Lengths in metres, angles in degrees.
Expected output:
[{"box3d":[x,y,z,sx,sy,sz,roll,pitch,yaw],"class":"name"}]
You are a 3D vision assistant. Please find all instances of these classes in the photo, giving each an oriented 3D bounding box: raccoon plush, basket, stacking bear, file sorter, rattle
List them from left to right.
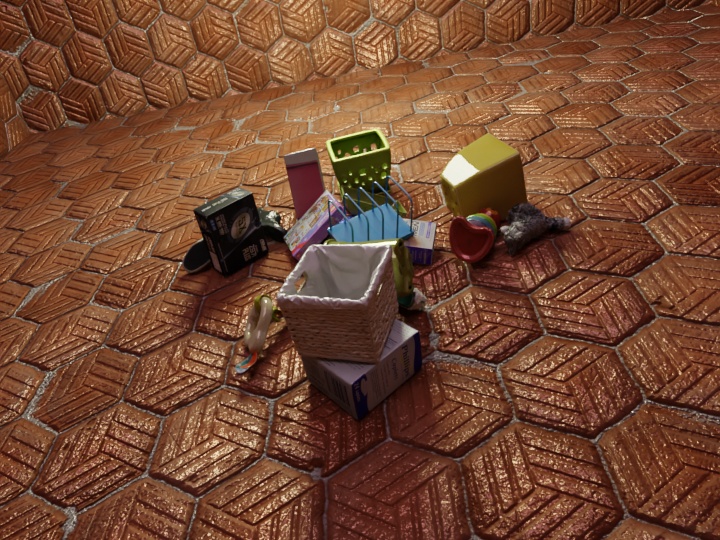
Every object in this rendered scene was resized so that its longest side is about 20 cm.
[{"box3d":[-0.216,0.170,1.440,0.129,0.142,0.203,-33,41,26],"class":"rattle"},{"box3d":[-0.038,0.064,1.223,0.195,0.164,0.200,2,35,19],"class":"basket"},{"box3d":[0.027,-0.142,1.570,0.197,0.125,0.139,-24,50,-21],"class":"file sorter"},{"box3d":[0.323,-0.108,1.617,0.119,0.116,0.199,25,33,19],"class":"stacking bear"},{"box3d":[0.466,-0.107,1.589,0.194,0.098,0.136,-4,41,12],"class":"raccoon plush"}]

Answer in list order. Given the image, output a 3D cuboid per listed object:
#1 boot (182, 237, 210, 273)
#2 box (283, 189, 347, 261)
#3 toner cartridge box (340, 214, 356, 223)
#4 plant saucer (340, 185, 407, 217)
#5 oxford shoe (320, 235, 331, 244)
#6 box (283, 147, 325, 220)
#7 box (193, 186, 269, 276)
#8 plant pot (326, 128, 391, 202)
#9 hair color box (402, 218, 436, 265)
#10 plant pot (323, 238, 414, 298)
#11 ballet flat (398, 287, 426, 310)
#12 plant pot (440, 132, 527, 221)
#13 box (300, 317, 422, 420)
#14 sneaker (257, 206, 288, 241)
[{"box3d":[-0.468,-0.069,1.863,0.201,0.072,0.144,-49,4,-10],"class":"boot"},{"box3d":[-0.136,-0.132,1.772,0.200,0.039,0.137,-46,32,6],"class":"box"},{"box3d":[0.024,-0.114,1.781,0.094,0.044,0.199,-26,36,-23],"class":"toner cartridge box"},{"box3d":[0.032,-0.195,1.820,0.195,0.049,0.200,13,16,-8],"class":"plant saucer"},{"box3d":[-0.095,-0.113,1.793,0.082,0.074,0.201,-19,32,-4],"class":"oxford shoe"},{"box3d":[-0.167,-0.267,1.899,0.106,0.206,0.128,-12,-1,0],"class":"box"},{"box3d":[-0.376,-0.114,1.762,0.162,0.204,0.085,-32,36,-31],"class":"box"},{"box3d":[0.002,-0.336,1.997,0.194,0.185,0.201,-13,32,-3],"class":"plant pot"},{"box3d":[0.106,-0.086,1.644,0.194,0.066,0.111,7,46,9],"class":"hair color box"},{"box3d":[0.026,0.008,1.416,0.180,0.204,0.202,-12,30,21],"class":"plant pot"},{"box3d":[0.092,0.047,1.509,0.071,0.073,0.199,-27,38,-24],"class":"ballet flat"},{"box3d":[0.348,-0.249,1.753,0.196,0.199,0.195,-23,33,-7],"class":"plant pot"},{"box3d":[0.003,0.184,1.275,0.198,0.107,0.182,-33,38,-29],"class":"box"},{"box3d":[-0.284,-0.153,1.924,0.196,0.061,0.104,11,43,37],"class":"sneaker"}]
